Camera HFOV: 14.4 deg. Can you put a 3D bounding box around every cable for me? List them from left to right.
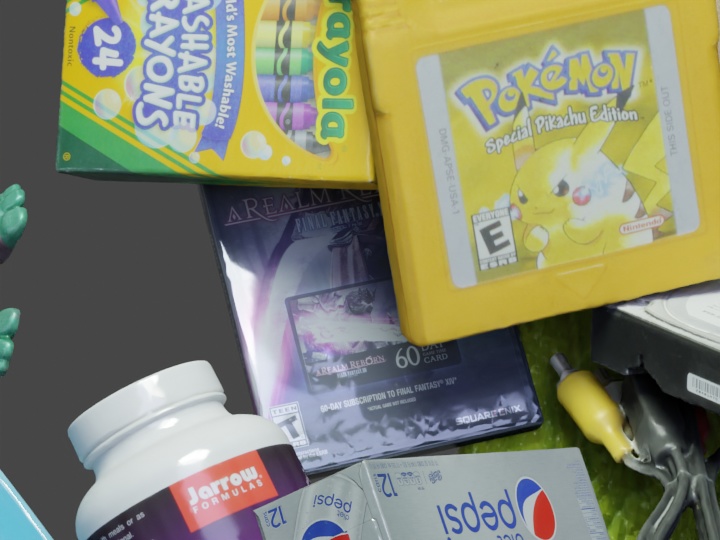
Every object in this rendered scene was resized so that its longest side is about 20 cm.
[{"bbox_3d":[0.156,0.105,1.388,0.097,0.050,0.200,7,38,-15],"label":"cable"}]

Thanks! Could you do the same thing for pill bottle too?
[{"bbox_3d":[-0.062,0.148,1.351,0.112,0.112,0.200,-24,79,-16],"label":"pill bottle"}]

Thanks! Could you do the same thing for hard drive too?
[{"bbox_3d":[0.233,0.029,1.401,0.200,0.140,0.038,-9,109,-30],"label":"hard drive"}]

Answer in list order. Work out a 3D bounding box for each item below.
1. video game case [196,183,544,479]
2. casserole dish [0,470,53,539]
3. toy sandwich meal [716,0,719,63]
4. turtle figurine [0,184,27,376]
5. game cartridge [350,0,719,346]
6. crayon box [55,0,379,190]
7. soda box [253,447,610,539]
[{"bbox_3d":[0.000,0.000,1.459,0.143,0.019,0.200,-12,76,-13],"label":"video game case"},{"bbox_3d":[-0.173,0.146,1.335,0.039,0.121,0.200,-42,77,10],"label":"casserole dish"},{"bbox_3d":[0.143,-0.130,1.445,0.205,0.070,0.205,1,84,-8],"label":"toy sandwich meal"},{"bbox_3d":[-0.265,-0.008,1.374,0.200,0.101,0.150,10,86,-23],"label":"turtle figurine"},{"bbox_3d":[0.091,-0.077,1.364,0.176,0.032,0.200,-13,107,-12],"label":"game cartridge"},{"bbox_3d":[-0.048,-0.106,1.408,0.200,0.052,0.126,2,88,17],"label":"crayon box"},{"bbox_3d":[0.039,0.126,1.338,0.068,0.200,0.063,-27,75,29],"label":"soda box"}]
